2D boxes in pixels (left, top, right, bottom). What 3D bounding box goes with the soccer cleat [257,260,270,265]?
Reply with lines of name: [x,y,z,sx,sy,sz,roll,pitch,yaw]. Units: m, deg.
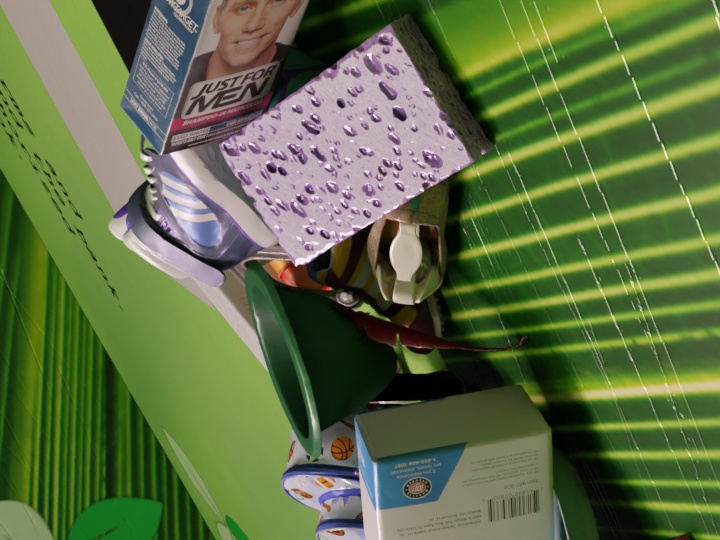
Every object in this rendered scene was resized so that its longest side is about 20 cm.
soccer cleat: [-0.098,-0.076,1.661,0.070,0.086,0.200,44,161,36]

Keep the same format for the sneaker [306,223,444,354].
sneaker: [0.000,0.000,1.504,0.075,0.090,0.201,30,149,60]

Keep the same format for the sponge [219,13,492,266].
sponge: [-0.008,-0.089,1.268,0.200,0.030,0.112,-29,96,42]

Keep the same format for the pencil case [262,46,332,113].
pencil case: [-0.048,-0.132,1.395,0.092,0.085,0.200,20,-171,-37]

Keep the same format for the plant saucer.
plant saucer: [0.163,0.226,1.472,0.200,0.036,0.201,170,90,-80]

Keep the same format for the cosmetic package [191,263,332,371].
cosmetic package: [-0.106,0.008,1.837,0.200,0.101,0.074,50,164,25]

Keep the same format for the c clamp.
c clamp: [-0.049,0.003,1.651,0.200,0.170,0.027,64,-149,-70]

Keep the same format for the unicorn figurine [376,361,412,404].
unicorn figurine: [0.046,0.150,1.739,0.137,0.073,0.201,129,121,-84]

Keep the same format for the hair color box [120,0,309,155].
hair color box: [-0.098,-0.182,1.273,0.061,0.100,0.200,49,138,24]

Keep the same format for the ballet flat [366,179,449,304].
ballet flat: [0.035,-0.014,1.385,0.200,0.068,0.068,84,-170,-62]

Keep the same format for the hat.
hat: [0.016,0.058,1.485,0.166,0.175,0.201,87,161,-53]

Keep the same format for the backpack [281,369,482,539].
backpack: [0.026,0.184,1.569,0.189,0.155,0.200,12,154,17]

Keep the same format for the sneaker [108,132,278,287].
sneaker: [-0.165,-0.068,1.442,0.200,0.146,0.081,50,-148,-37]

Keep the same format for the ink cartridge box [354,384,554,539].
ink cartridge box: [0.077,0.208,1.420,0.084,0.144,0.201,-118,21,-63]

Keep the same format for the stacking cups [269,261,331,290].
stacking cups: [-0.103,-0.052,1.777,0.200,0.060,0.061,52,165,13]

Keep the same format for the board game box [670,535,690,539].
board game box: [0.257,0.294,1.405,0.152,0.046,0.200,54,165,6]
